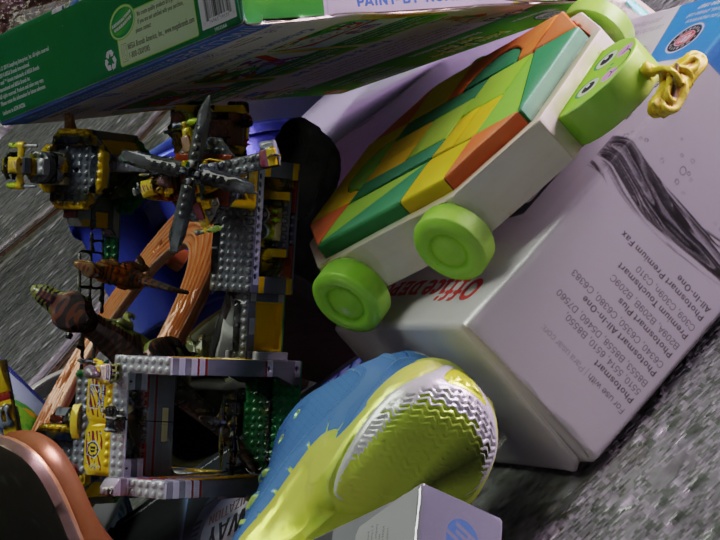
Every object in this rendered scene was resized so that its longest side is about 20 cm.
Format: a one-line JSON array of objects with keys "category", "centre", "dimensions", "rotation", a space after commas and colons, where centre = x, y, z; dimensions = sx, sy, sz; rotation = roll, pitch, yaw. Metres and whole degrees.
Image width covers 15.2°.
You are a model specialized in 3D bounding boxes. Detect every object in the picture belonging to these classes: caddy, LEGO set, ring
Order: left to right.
[{"category": "LEGO set", "centre": [-0.104, 0.020, 1.147], "dimensions": [0.154, 0.200, 0.116], "rotation": [12, 4, 32]}, {"category": "ring", "centre": [-0.113, 0.047, 1.315], "dimensions": [0.200, 0.019, 0.200], "rotation": [-51, 17, 22]}, {"category": "caddy", "centre": [-0.065, -0.032, 1.477], "dimensions": [0.141, 0.105, 0.200], "rotation": [-30, -13, 36]}]

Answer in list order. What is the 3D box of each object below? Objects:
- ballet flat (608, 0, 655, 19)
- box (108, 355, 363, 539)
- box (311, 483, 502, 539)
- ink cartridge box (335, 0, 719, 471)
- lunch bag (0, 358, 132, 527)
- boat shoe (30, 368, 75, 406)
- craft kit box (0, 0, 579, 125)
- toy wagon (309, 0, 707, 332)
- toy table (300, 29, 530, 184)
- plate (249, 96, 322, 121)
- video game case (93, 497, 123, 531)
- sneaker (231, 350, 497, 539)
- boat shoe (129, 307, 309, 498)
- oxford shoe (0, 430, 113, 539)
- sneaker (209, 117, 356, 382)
[{"category": "ballet flat", "centre": [0.091, -0.099, 1.466], "dimensions": [0.200, 0.062, 0.067], "rotation": [-30, 17, 43]}, {"category": "box", "centre": [-0.059, 0.132, 1.241], "dimensions": [0.200, 0.044, 0.160], "rotation": [-35, 16, 31]}, {"category": "box", "centre": [-0.034, 0.177, 0.928], "dimensions": [0.200, 0.041, 0.156], "rotation": [-29, 44, 43]}, {"category": "ink cartridge box", "centre": [0.102, -0.017, 1.147], "dimensions": [0.200, 0.084, 0.146], "rotation": [-47, 14, -17]}, {"category": "lunch bag", "centre": [-0.232, 0.144, 1.444], "dimensions": [0.200, 0.161, 0.082], "rotation": [-40, 16, 15]}, {"category": "boat shoe", "centre": [-0.203, 0.141, 1.557], "dimensions": [0.200, 0.074, 0.060], "rotation": [-50, 15, -15]}, {"category": "craft kit box", "centre": [-0.030, -0.109, 1.190], "dimensions": [0.197, 0.049, 0.200], "rotation": [-5, -6, -38]}, {"category": "toy wagon", "centre": [0.060, -0.055, 1.115], "dimensions": [0.200, 0.040, 0.155], "rotation": [-28, 21, 48]}, {"category": "toy table", "centre": [0.058, -0.064, 1.344], "dimensions": [0.200, 0.117, 0.184], "rotation": [-36, 15, 26]}, {"category": "plate", "centre": [0.009, -0.128, 1.458], "dimensions": [0.200, 0.032, 0.200], "rotation": [-15, -18, 10]}, {"category": "video game case", "centre": [-0.184, 0.208, 1.293], "dimensions": [0.182, 0.024, 0.200], "rotation": [-56, 5, 28]}, {"category": "sneaker", "centre": [-0.019, 0.113, 1.090], "dimensions": [0.200, 0.076, 0.105], "rotation": [-48, 16, 9]}, {"category": "boat shoe", "centre": [-0.091, 0.078, 1.427], "dimensions": [0.201, 0.072, 0.066], "rotation": [-36, 22, 45]}, {"category": "oxford shoe", "centre": [-0.106, 0.130, 1.093], "dimensions": [0.071, 0.200, 0.071], "rotation": [17, 49, 35]}, {"category": "sneaker", "centre": [0.000, 0.000, 1.271], "dimensions": [0.200, 0.115, 0.076], "rotation": [113, 174, -65]}]
